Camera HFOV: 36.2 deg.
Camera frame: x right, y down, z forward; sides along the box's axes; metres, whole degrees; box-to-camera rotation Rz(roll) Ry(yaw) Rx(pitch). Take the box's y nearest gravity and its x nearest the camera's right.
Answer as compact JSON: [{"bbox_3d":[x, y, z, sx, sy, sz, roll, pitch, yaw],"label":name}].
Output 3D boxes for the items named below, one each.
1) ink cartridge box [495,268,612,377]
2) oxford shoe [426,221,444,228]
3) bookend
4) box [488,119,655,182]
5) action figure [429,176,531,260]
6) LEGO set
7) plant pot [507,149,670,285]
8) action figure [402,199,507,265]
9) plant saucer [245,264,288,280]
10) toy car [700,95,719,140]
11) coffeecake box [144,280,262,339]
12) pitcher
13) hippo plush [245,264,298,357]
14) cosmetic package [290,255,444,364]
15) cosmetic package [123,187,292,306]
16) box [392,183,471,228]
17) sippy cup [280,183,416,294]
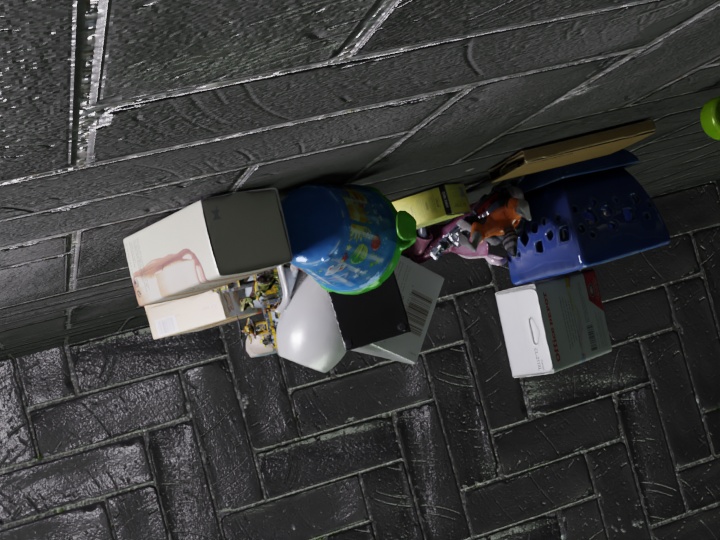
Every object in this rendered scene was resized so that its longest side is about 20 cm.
[{"bbox_3d":[0.320,0.085,1.817,0.083,0.146,0.200,-13,178,41],"label":"ink cartridge box"},{"bbox_3d":[0.088,-0.065,2.044,0.200,0.073,0.071,-13,176,-43],"label":"oxford shoe"},{"bbox_3d":[0.000,0.000,1.530,0.092,0.199,0.200,-17,178,2],"label":"bookend"},{"bbox_3d":[0.299,-0.169,1.580,0.200,0.021,0.163,-15,178,-12],"label":"box"},{"bbox_3d":[0.205,-0.059,1.747,0.200,0.105,0.193,-43,177,15],"label":"action figure"},{"bbox_3d":[-0.186,0.048,1.853,0.116,0.200,0.154,-13,-163,-13],"label":"LEGO set"},{"bbox_3d":[0.360,-0.093,1.830,0.200,0.180,0.200,-14,178,-29],"label":"plant pot"},{"bbox_3d":[0.142,-0.051,1.912,0.200,0.149,0.134,-22,180,13],"label":"action figure"},{"bbox_3d":[-0.241,0.006,2.164,0.200,0.032,0.200,-16,178,-1],"label":"plant saucer"},{"bbox_3d":[0.550,-0.213,1.333,0.200,0.158,0.164,-44,-170,-15],"label":"toy car"},{"bbox_3d":[-0.299,0.073,2.127,0.153,0.073,0.200,-17,177,15],"label":"coffeecake box"},{"bbox_3d":[-0.081,0.048,1.760,0.171,0.200,0.121,22,173,-20],"label":"pitcher"},{"bbox_3d":[-0.132,0.069,2.073,0.200,0.161,0.159,-5,171,-32],"label":"hippo plush"},{"bbox_3d":[0.004,0.051,1.930,0.166,0.168,0.200,26,168,-39],"label":"cosmetic package"},{"bbox_3d":[-0.176,-0.024,1.245,0.103,0.087,0.200,-12,176,-36],"label":"cosmetic package"},{"bbox_3d":[0.069,-0.086,1.740,0.200,0.050,0.075,-17,177,31],"label":"box"},{"bbox_3d":[-0.034,-0.044,1.298,0.178,0.140,0.130,-40,160,14],"label":"sippy cup"}]
